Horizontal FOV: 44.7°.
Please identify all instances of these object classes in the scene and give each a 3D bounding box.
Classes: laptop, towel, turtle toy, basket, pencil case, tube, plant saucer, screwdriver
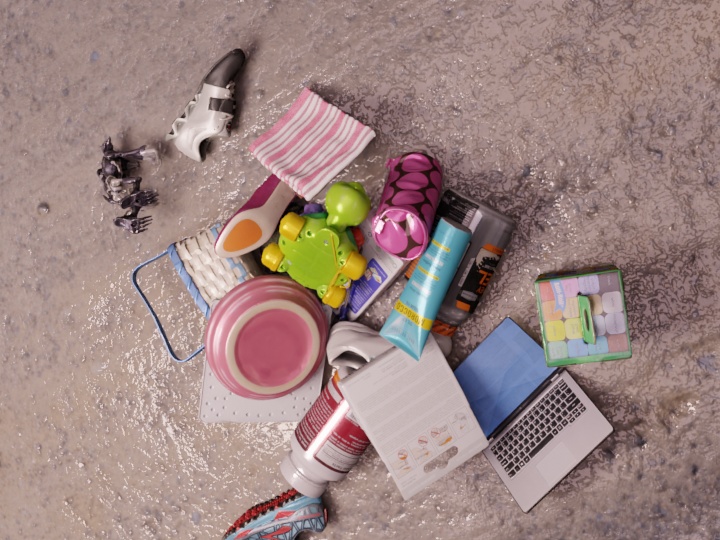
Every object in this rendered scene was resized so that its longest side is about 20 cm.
[{"bbox_3d":[0.236,0.217,1.317,0.188,0.115,0.201,-47,47,13],"label":"laptop"},{"bbox_3d":[-0.080,-0.200,1.364,0.146,0.030,0.200,-46,45,-4],"label":"towel"},{"bbox_3d":[-0.050,-0.048,1.304,0.144,0.102,0.201,32,134,-5],"label":"turtle toy"},{"bbox_3d":[-0.260,0.030,1.433,0.198,0.139,0.178,-30,84,3],"label":"basket"},{"bbox_3d":[0.068,-0.101,1.310,0.093,0.201,0.091,29,122,-9],"label":"pencil case"},{"bbox_3d":[0.097,0.024,1.265,0.077,0.050,0.203,34,107,35],"label":"tube"},{"bbox_3d":[-0.139,0.111,1.353,0.197,0.051,0.204,-7,109,-20],"label":"plant saucer"},{"bbox_3d":[-0.018,0.042,1.390,0.028,0.029,0.202,34,124,24],"label":"screwdriver"}]

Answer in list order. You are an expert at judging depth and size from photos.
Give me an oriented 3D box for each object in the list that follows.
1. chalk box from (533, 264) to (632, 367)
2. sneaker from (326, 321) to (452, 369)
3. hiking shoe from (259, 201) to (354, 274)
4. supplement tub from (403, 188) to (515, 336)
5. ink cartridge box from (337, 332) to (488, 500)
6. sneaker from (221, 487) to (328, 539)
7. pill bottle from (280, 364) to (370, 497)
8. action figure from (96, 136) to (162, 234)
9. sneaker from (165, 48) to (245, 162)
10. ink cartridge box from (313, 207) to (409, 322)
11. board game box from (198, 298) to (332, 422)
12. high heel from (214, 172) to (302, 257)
[{"bbox_3d":[0.316,0.064,1.248,0.122,0.200,0.127,-8,90,15],"label":"chalk box"},{"bbox_3d":[0.044,0.132,1.368,0.196,0.089,0.076,1,123,7],"label":"sneaker"},{"bbox_3d":[-0.086,-0.071,1.416,0.198,0.076,0.102,-25,89,16],"label":"hiking shoe"},{"bbox_3d":[0.142,-0.011,1.333,0.121,0.122,0.203,28,100,12],"label":"supplement tub"},{"bbox_3d":[0.080,0.214,1.319,0.159,0.047,0.202,-30,96,-11],"label":"ink cartridge box"},{"bbox_3d":[-0.142,0.435,1.453,0.198,0.079,0.097,-29,91,19],"label":"sneaker"},{"bbox_3d":[-0.040,0.257,1.399,0.113,0.113,0.201,39,101,10],"label":"pill bottle"},{"bbox_3d":[-0.389,-0.148,1.484,0.201,0.100,0.120,56,141,45],"label":"action figure"},{"bbox_3d":[-0.234,-0.270,1.455,0.088,0.074,0.201,39,109,5],"label":"sneaker"},{"bbox_3d":[0.000,0.000,1.387,0.100,0.039,0.200,50,135,8],"label":"ink cartridge box"},{"bbox_3d":[-0.153,0.144,1.400,0.196,0.026,0.204,3,105,-21],"label":"board game box"},{"bbox_3d":[-0.163,-0.100,1.398,0.200,0.096,0.067,-47,118,-7],"label":"high heel"}]
